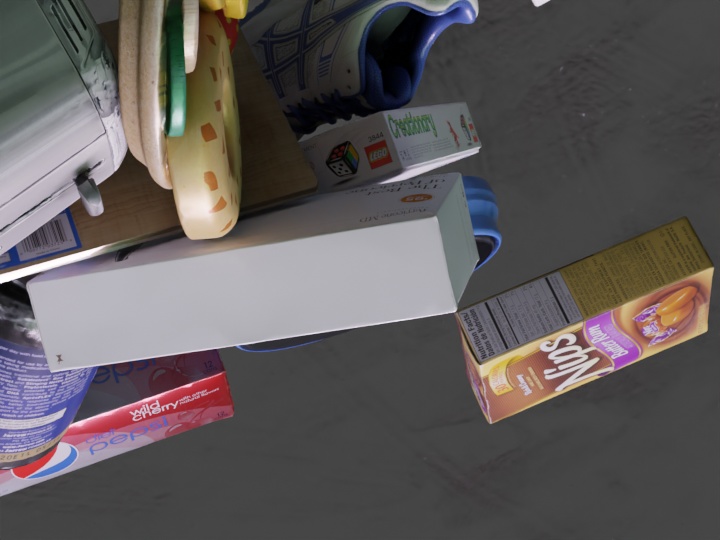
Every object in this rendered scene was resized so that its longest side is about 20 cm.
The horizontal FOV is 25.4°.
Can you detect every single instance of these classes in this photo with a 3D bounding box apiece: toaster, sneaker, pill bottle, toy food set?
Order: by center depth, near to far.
[{"bbox_3d":[-0.187,-0.095,0.685,0.129,0.200,0.114,-30,169,-12],"label":"toaster"},{"bbox_3d":[-0.067,-0.129,0.693,0.048,0.201,0.198,7,147,1],"label":"toy food set"},{"bbox_3d":[-0.016,-0.110,0.859,0.075,0.088,0.200,3,142,-42],"label":"sneaker"},{"bbox_3d":[-0.193,0.018,0.909,0.111,0.112,0.200,-4,145,-32],"label":"pill bottle"}]

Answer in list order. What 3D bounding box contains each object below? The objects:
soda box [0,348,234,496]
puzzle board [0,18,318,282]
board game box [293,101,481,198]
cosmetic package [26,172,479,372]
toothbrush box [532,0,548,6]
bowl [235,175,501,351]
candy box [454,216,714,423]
[{"bbox_3d":[-0.189,0.087,1.063,0.199,0.070,0.064,-19,149,-9],"label":"soda box"},{"bbox_3d":[-0.138,-0.062,0.783,0.199,0.151,0.017,-17,142,-13],"label":"puzzle board"},{"bbox_3d":[-0.014,-0.055,0.885,0.126,0.035,0.200,-19,-178,17],"label":"board game box"},{"bbox_3d":[-0.049,-0.001,0.759,0.199,0.051,0.083,-9,-163,14],"label":"cosmetic package"},{"bbox_3d":[0.114,-0.239,0.750,0.146,0.086,0.200,-27,149,4],"label":"toothbrush box"},{"bbox_3d":[0.000,0.000,1.035,0.200,0.040,0.201,-21,168,-5],"label":"bowl"},{"bbox_3d":[0.179,0.042,1.272,0.199,0.057,0.117,-22,151,-2],"label":"candy box"}]
